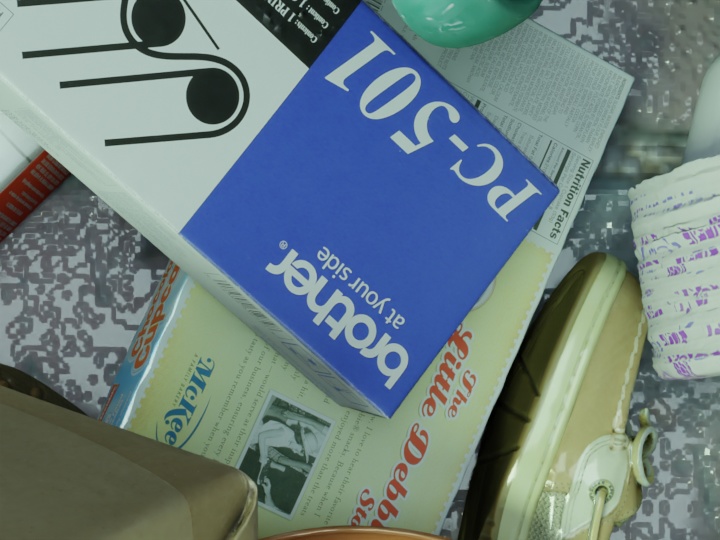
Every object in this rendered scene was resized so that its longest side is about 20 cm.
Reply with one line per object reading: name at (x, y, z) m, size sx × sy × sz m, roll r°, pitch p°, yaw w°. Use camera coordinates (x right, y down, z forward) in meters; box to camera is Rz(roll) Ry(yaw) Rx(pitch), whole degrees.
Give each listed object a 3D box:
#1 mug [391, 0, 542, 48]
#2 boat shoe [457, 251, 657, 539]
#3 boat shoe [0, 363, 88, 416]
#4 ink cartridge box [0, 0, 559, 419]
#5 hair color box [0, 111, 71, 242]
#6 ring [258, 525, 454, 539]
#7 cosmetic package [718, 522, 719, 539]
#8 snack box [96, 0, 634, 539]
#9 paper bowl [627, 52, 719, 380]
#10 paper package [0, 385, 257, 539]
mug at (0.016, -0.170, 0.734) m, size 0.152 × 0.114 × 0.186 m, roll 20°, pitch 97°, yaw 30°
boat shoe at (0.066, 0.095, 0.777) m, size 0.063 × 0.073 × 0.202 m, roll 16°, pitch 89°, yaw -5°
boat shoe at (-0.076, 0.115, 0.783) m, size 0.200 × 0.072 × 0.068 m, roll 39°, pitch 120°, yaw -4°
ink cartridge box at (-0.041, -0.054, 0.709) m, size 0.200 × 0.044 × 0.094 m, roll 42°, pitch 77°, yaw -20°
hair color box at (-0.131, -0.077, 0.795) m, size 0.200 × 0.061 × 0.102 m, roll -44°, pitch 85°, yaw -3°
ring at (-0.003, 0.175, 0.744) m, size 0.199 × 0.019 × 0.201 m, roll 0°, pitch 108°, yaw -1°
cosmetic package at (0.219, 0.110, 0.763) m, size 0.199 × 0.071 × 0.102 m, roll 7°, pitch 74°, yaw 1°
snack box at (0.000, 0.000, 0.775) m, size 0.116 × 0.037 × 0.201 m, roll 27°, pitch 81°, yaw -17°
paper bowl at (0.181, -0.029, 0.718) m, size 0.200 × 0.201 × 0.105 m, roll -10°, pitch 86°, yaw 0°
paper package at (-0.134, 0.131, 0.689) m, size 0.199 × 0.103 × 0.192 m, roll 14°, pitch 112°, yaw 37°
